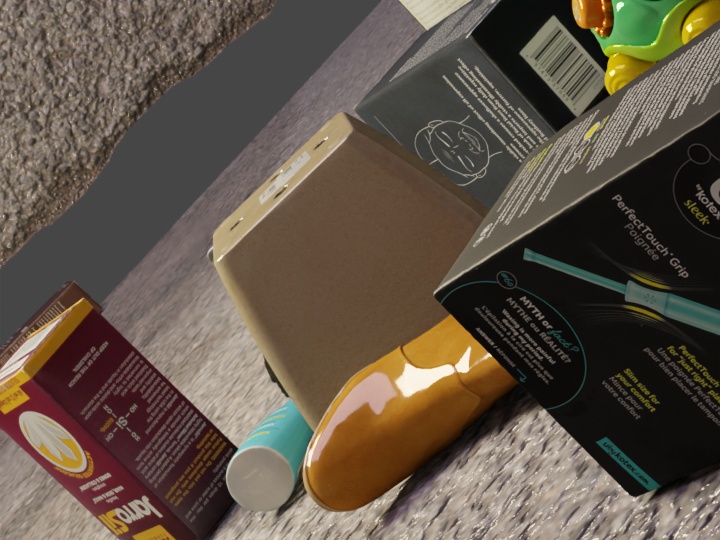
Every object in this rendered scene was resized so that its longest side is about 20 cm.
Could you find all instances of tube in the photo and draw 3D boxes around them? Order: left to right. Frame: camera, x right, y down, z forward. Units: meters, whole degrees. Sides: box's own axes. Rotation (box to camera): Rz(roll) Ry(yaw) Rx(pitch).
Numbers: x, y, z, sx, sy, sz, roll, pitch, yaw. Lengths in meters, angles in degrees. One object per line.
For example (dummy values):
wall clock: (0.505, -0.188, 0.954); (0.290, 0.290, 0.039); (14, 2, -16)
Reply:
tube: (-0.061, 0.130, 1.585); (0.077, 0.051, 0.200); (-31, 7, 12)

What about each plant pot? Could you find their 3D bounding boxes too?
plant pot: (0.000, 0.000, 1.476); (0.200, 0.177, 0.200); (-44, 10, 4)

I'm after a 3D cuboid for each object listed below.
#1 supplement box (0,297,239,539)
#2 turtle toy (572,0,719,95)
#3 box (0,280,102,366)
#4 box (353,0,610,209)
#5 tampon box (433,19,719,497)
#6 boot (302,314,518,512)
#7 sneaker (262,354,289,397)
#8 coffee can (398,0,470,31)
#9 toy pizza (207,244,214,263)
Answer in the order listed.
supplement box: (-0.196, 0.132, 1.645); (0.086, 0.200, 0.110); (-52, 13, -33)
turtle toy: (0.223, -0.216, 1.419); (0.200, 0.101, 0.146); (-30, 26, 46)
box: (-0.521, 0.110, 3.362); (0.200, 0.075, 0.100); (-45, 10, -13)
box: (0.115, -0.136, 1.650); (0.107, 0.148, 0.200); (-49, 12, -28)
tampon box: (0.167, -0.013, 0.953); (0.200, 0.150, 0.126); (-33, 15, 45)
boot: (0.057, 0.068, 1.274); (0.201, 0.071, 0.144); (-43, 6, -22)
sneaker: (-0.041, 0.050, 1.704); (0.090, 0.078, 0.200); (-22, 6, -5)
coffee can: (0.128, -0.262, 1.949); (0.146, 0.200, 0.146); (-42, 10, 9)
toy pizza: (-0.024, -0.003, 1.653); (0.200, 0.199, 0.032); (156, 117, -63)
